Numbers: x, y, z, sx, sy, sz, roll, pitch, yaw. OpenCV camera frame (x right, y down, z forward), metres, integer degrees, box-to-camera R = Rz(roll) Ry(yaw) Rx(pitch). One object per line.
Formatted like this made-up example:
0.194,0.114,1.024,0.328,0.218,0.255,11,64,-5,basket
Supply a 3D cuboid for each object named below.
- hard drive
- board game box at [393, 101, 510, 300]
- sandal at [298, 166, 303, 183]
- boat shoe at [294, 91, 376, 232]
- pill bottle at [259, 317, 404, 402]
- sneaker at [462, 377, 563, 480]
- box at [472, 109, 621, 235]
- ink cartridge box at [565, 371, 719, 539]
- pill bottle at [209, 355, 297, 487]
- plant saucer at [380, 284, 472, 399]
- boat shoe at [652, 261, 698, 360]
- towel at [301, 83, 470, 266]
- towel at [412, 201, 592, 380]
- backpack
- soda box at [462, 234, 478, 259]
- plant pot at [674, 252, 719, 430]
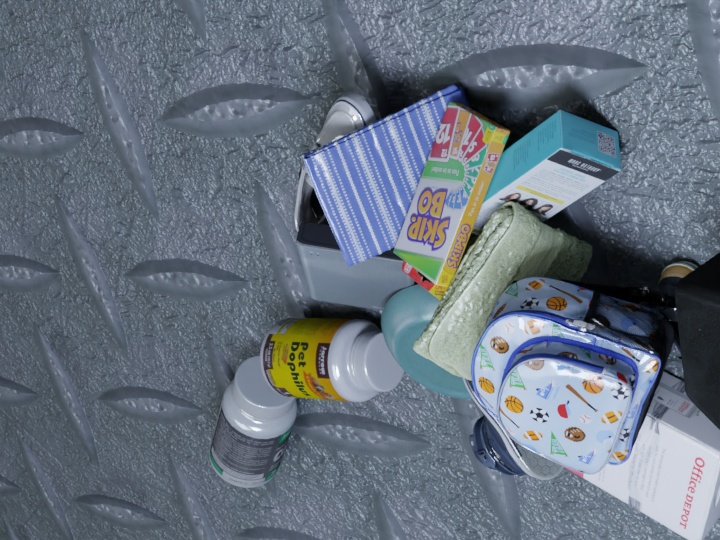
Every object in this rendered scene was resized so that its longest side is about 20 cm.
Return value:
0.000,0.000,1.723,0.138,0.033,0.200,9,162,6,hard drive
0.095,-0.076,1.555,0.095,0.030,0.202,38,115,52,board game box
0.013,-0.075,1.763,0.199,0.048,0.076,30,137,8,sandal
-0.036,-0.118,1.644,0.072,0.066,0.201,41,140,14,boat shoe
-0.036,0.119,1.899,0.199,0.109,0.110,-2,117,46,pill bottle
0.156,0.156,1.686,0.204,0.076,0.146,64,166,-1,sneaker
0.184,-0.096,1.524,0.082,0.050,0.200,16,149,-28,box
0.327,0.193,1.607,0.199,0.083,0.147,28,135,29,ink cartridge box
-0.156,0.223,2.097,0.113,0.113,0.201,39,140,17,pill bottle
0.115,0.097,1.729,0.198,0.036,0.201,14,140,12,plant saucer
0.371,0.087,1.501,0.074,0.062,0.201,-23,102,49,boat shoe
0.048,-0.108,1.599,0.024,0.199,0.146,-121,7,-70,towel
0.160,0.034,1.555,0.201,0.148,0.036,-59,33,11,towel
0.211,0.105,1.474,0.189,0.154,0.201,23,124,16,backpack
0.056,-0.088,1.681,0.200,0.068,0.064,42,141,13,soda box
0.414,0.065,1.350,0.177,0.199,0.202,22,133,49,plant pot
